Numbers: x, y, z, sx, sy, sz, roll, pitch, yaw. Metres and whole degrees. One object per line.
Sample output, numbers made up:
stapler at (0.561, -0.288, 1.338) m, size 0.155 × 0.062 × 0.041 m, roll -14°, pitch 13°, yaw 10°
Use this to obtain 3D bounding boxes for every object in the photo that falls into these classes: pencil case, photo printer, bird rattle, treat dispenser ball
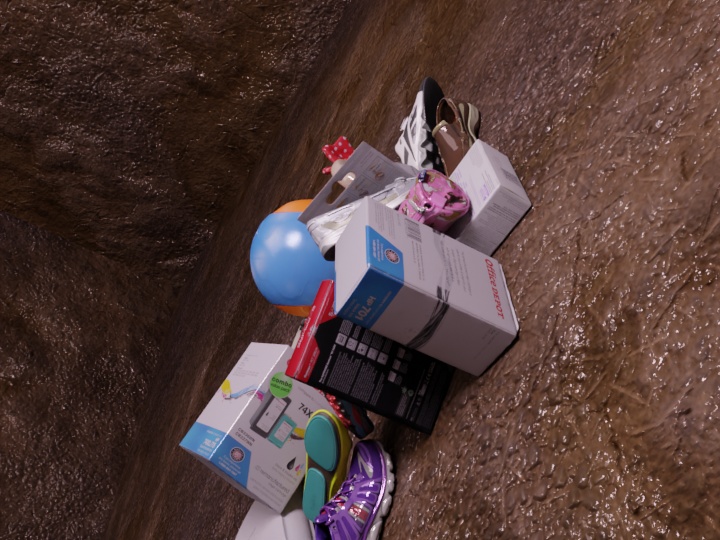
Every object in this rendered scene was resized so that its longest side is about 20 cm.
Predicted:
pencil case at (0.061, -0.042, 0.961) m, size 0.200 × 0.086 × 0.083 m, roll -52°, pitch 38°, yaw 36°
photo printer at (-0.136, 0.421, 1.090) m, size 0.167 × 0.069 × 0.200 m, roll -60°, pitch 19°, yaw 10°
bird rattle at (0.011, -0.162, 1.241) m, size 0.113 × 0.200 × 0.163 m, roll -51°, pitch -6°, yaw 16°
treat dispenser ball at (-0.091, -0.021, 1.235) m, size 0.201 × 0.200 × 0.202 m, roll -52°, pitch 23°, yaw 32°

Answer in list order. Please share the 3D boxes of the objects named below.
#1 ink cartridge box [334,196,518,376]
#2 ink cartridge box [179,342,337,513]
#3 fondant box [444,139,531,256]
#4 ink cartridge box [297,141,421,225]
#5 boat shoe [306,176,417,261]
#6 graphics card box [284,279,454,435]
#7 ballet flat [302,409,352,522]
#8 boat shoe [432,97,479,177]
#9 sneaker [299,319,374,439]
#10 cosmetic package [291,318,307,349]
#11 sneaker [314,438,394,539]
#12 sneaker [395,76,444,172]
ink cartridge box at (0.074, 0.018, 0.846) m, size 0.086 × 0.199 × 0.147 m, roll -53°, pitch 21°, yaw 30°
ink cartridge box at (-0.146, 0.234, 1.101) m, size 0.201 × 0.147 × 0.146 m, roll -56°, pitch 23°, yaw -22°
fondant box at (0.139, -0.062, 0.991) m, size 0.201 × 0.058 × 0.145 m, roll -53°, pitch 22°, yaw 27°
ink cartridge box at (0.019, -0.104, 1.113) m, size 0.163 × 0.199 × 0.057 m, roll -47°, pitch 35°, yaw 18°
boat shoe at (0.022, -0.087, 1.009) m, size 0.201 × 0.065 × 0.075 m, roll -31°, pitch -22°, yaw -9°
graphics card box at (0.019, 0.108, 0.877) m, size 0.051 × 0.199 × 0.127 m, roll -4°, pitch 63°, yaw 66°
ballet flat at (-0.042, 0.259, 0.979) m, size 0.067 × 0.066 × 0.202 m, roll -27°, pitch -46°, yaw -44°
boat shoe at (0.143, -0.201, 1.125) m, size 0.075 × 0.074 × 0.204 m, roll -48°, pitch 25°, yaw 38°
sneaker at (-0.004, 0.135, 0.939) m, size 0.095 × 0.202 × 0.079 m, roll -27°, pitch 31°, yaw -15°
cosmetic package at (-0.042, 0.134, 1.177) m, size 0.200 × 0.087 × 0.104 m, roll -13°, pitch 56°, yaw 65°
sneaker at (-0.015, 0.303, 0.898) m, size 0.081 × 0.083 × 0.201 m, roll -38°, pitch 29°, yaw 50°
sneaker at (0.095, -0.233, 1.207) m, size 0.088 × 0.074 × 0.202 m, roll -12°, pitch 62°, yaw 41°
